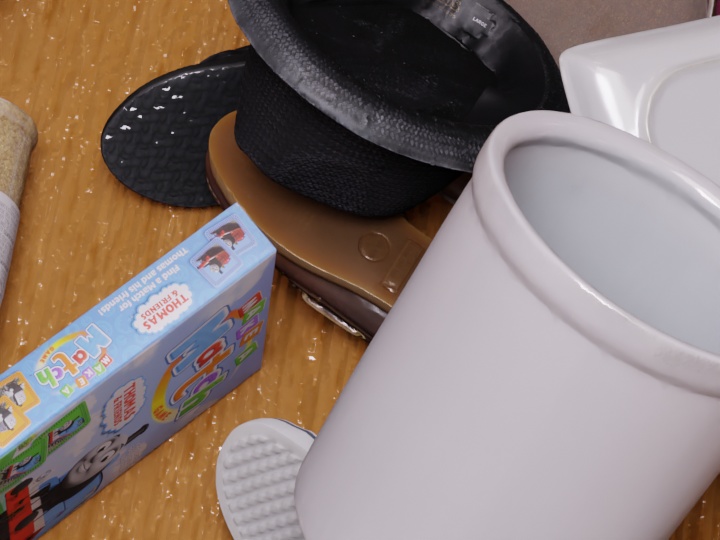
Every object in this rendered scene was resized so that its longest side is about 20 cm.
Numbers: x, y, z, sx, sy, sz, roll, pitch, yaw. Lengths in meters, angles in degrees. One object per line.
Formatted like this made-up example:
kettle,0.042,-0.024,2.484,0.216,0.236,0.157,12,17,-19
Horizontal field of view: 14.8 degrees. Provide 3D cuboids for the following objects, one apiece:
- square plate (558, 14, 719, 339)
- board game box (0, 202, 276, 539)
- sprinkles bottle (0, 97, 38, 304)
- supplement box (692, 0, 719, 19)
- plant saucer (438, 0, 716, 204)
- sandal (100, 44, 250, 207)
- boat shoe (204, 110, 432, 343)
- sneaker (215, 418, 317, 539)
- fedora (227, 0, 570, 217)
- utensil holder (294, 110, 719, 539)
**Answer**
square plate,0.209,-0.031,1.330,0.197,0.028,0.201,-14,88,-22
board game box,-0.129,0.065,1.308,0.200,0.151,0.037,-38,75,-18
sprinkles bottle,-0.210,0.011,1.370,0.068,0.068,0.201,9,66,-1
supplement box,0.207,-0.073,1.418,0.110,0.086,0.201,12,65,-19
plant saucer,0.105,-0.116,1.418,0.200,0.032,0.201,-22,55,35
sandal,-0.040,-0.092,1.436,0.200,0.048,0.076,-23,111,-6
boat shoe,0.000,0.000,1.391,0.200,0.070,0.070,39,60,9
sneaker,0.016,0.146,1.326,0.200,0.079,0.079,45,30,21
fedora,0.005,-0.084,1.345,0.200,0.092,0.201,24,33,-16
utensil holder,0.082,0.059,1.234,0.169,0.200,0.170,25,28,-14
